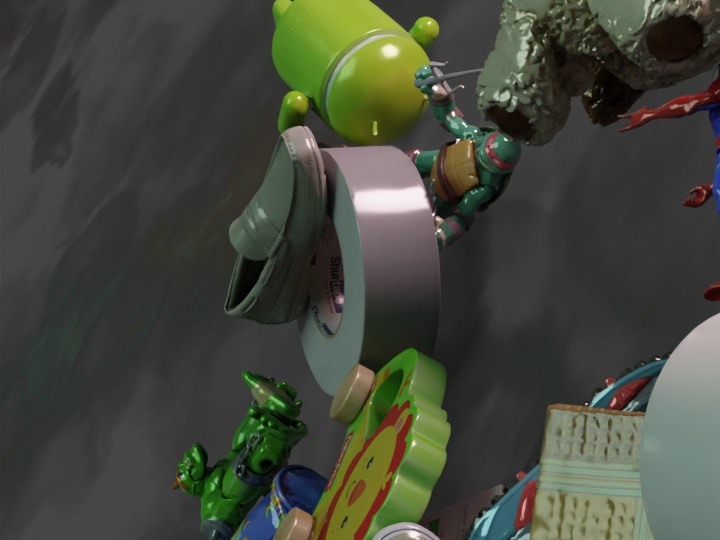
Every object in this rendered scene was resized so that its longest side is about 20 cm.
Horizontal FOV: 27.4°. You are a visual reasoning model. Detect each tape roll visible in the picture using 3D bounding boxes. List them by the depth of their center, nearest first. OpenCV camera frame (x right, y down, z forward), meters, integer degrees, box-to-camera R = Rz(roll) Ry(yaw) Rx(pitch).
[{"bbox_3d":[0.000,0.000,1.206,0.200,0.065,0.203,175,90,-72],"label":"tape roll"}]

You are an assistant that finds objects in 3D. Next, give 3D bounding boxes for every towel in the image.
[{"bbox_3d":[0.154,0.180,0.832,0.146,0.022,0.202,2,78,40],"label":"towel"}]

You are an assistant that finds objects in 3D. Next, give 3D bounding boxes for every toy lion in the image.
[{"bbox_3d":[0.013,0.140,1.025,0.192,0.068,0.201,-45,18,59],"label":"toy lion"}]

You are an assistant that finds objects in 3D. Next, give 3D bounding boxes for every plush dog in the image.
[{"bbox_3d":[0.190,-0.180,1.035,0.199,0.171,0.162,-26,62,42],"label":"plush dog"}]

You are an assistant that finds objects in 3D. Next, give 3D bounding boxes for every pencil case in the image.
[{"bbox_3d":[-0.089,0.253,1.207,0.201,0.078,0.087,-52,0,18],"label":"pencil case"}]

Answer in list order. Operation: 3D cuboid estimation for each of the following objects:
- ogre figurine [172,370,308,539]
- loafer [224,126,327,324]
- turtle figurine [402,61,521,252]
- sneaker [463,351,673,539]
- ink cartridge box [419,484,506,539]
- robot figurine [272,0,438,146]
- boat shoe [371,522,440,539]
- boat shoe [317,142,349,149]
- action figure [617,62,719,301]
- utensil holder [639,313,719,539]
[{"bbox_3d":[-0.097,0.167,1.283,0.121,0.098,0.200,-58,25,7],"label":"ogre figurine"},{"bbox_3d":[-0.071,-0.031,1.201,0.070,0.069,0.201,-114,27,-43],"label":"loafer"},{"bbox_3d":[0.072,-0.080,1.218,0.200,0.100,0.151,-32,53,59],"label":"turtle figurine"},{"bbox_3d":[0.159,0.140,0.915,0.200,0.079,0.096,-47,64,3],"label":"sneaker"},{"bbox_3d":[0.044,0.233,1.027,0.199,0.050,0.110,-31,39,44],"label":"ink cartridge box"},{"bbox_3d":[-0.009,-0.198,1.419,0.174,0.116,0.200,-31,50,-16],"label":"robot figurine"},{"bbox_3d":[0.054,0.249,0.885,0.062,0.071,0.202,94,157,-82],"label":"boat shoe"},{"bbox_3d":[-0.021,-0.078,1.418,0.075,0.066,0.200,-62,14,0],"label":"boat shoe"},{"bbox_3d":[0.224,-0.053,0.965,0.098,0.065,0.202,-22,46,39],"label":"action figure"},{"bbox_3d":[0.249,0.096,0.676,0.199,0.169,0.171,-4,61,61],"label":"utensil holder"}]
